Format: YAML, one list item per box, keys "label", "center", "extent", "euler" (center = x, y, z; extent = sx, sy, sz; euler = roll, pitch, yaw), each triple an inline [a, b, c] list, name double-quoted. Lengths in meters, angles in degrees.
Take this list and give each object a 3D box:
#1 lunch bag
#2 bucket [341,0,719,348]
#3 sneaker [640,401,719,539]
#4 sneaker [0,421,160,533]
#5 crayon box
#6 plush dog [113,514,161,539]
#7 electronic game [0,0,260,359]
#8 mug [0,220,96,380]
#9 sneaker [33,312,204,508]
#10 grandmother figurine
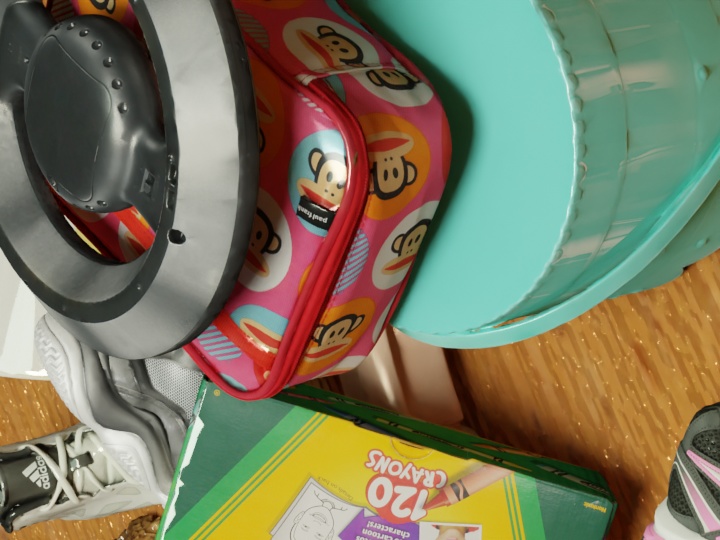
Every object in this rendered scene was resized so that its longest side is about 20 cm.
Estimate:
- label: "lunch bag"
  center: [-0.061, -0.047, 0.884]
  extent: [0.200, 0.082, 0.177]
  euler: [45, 131, 28]
- label: "bucket"
  center: [0.063, -0.070, 0.905]
  extent: [0.207, 0.135, 0.208]
  euler: [14, 110, 41]
- label: "sneaker"
  center: [0.209, 0.106, 0.864]
  extent: [0.199, 0.080, 0.087]
  euler: [14, 100, 33]
- label: "sneaker"
  center: [-0.136, 0.111, 1.148]
  extent: [0.200, 0.115, 0.076]
  euler: [-22, 86, 43]
- label: "crayon box"
  center: [0.006, 0.128, 0.972]
  extent: [0.199, 0.058, 0.119]
  euler: [17, 98, -3]
- label: "plush dog"
  center: [-0.112, 0.246, 1.172]
  extent: [0.172, 0.161, 0.200]
  euler: [37, 153, 13]
- label: "electronic game"
  center: [-0.105, -0.063, 0.832]
  extent: [0.200, 0.042, 0.201]
  euler: [19, 115, 47]
- label: "mug"
  center: [-0.133, -0.027, 1.120]
  extent: [0.149, 0.186, 0.154]
  euler: [-159, 71, -73]
- label: "sneaker"
  center: [-0.060, 0.069, 1.027]
  extent: [0.114, 0.076, 0.200]
  euler: [-40, 106, 6]
- label: "grandmother figurine"
  center: [0.000, 0.000, 1.035]
  extent: [0.121, 0.061, 0.201]
  euler: [-21, 89, 20]
